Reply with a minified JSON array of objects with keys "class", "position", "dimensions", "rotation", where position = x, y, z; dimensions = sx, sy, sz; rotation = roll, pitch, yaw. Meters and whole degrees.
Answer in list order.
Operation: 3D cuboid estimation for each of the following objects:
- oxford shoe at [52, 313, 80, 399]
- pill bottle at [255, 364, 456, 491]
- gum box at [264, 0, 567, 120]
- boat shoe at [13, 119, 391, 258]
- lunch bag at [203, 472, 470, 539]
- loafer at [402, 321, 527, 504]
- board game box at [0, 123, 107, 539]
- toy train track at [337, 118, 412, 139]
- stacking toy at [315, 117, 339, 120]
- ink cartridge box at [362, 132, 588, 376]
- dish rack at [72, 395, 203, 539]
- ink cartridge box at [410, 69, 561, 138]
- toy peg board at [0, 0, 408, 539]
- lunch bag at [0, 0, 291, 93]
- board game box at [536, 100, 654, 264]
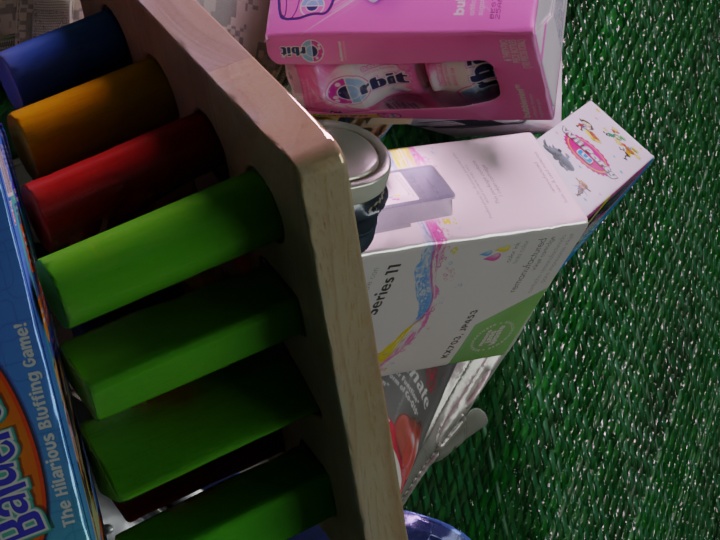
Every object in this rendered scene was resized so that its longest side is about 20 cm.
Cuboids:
[{"class":"oxford shoe","position":[-0.133,0.041,0.971],"dimensions":[0.200,0.073,0.071],"rotation":[-34,122,-64]},{"class":"pill bottle","position":[-0.006,0.050,1.239],"dimensions":[0.200,0.111,0.111],"rotation":[-64,146,-48]},{"class":"gum box","position":[0.033,-0.156,0.969],"dimensions":[0.066,0.113,0.200],"rotation":[67,28,-57]},{"class":"boat shoe","position":[-0.083,-0.022,0.995],"dimensions":[0.075,0.200,0.062],"rotation":[55,-33,43]},{"class":"lunch bag","position":[-0.055,0.176,1.008],"dimensions":[0.136,0.200,0.132],"rotation":[89,15,-61]},{"class":"loafer","position":[0.045,0.084,1.347],"dimensions":[0.070,0.070,0.200],"rotation":[30,85,-23]},{"class":"board game box","position":[-0.124,0.049,0.785],"dimensions":[0.152,0.045,0.200],"rotation":[-160,-124,-82]},{"class":"toy train track","position":[-0.012,-0.045,1.157],"dimensions":[0.200,0.115,0.033],"rotation":[132,-48,-61]},{"class":"stacking toy","position":[0.004,-0.115,1.144],"dimensions":[0.116,0.200,0.110],"rotation":[29,63,-66]},{"class":"ink cartridge box","position":[0.000,0.000,1.121],"dimensions":[0.067,0.200,0.117],"rotation":[62,-36,29]},{"class":"dish rack","position":[-0.132,0.161,0.885],"dimensions":[0.172,0.044,0.200],"rotation":[38,67,-20]},{"class":"ink cartridge box","position":[0.067,-0.168,1.457],"dimensions":[0.200,0.084,0.145],"rotation":[4,86,-68]},{"class":"toy peg board","position":[-0.081,0.005,0.823],"dimensions":[0.098,0.199,0.200],"rotation":[-24,131,-18]},{"class":"lunch bag","position":[-0.098,-0.167,0.968],"dimensions":[0.168,0.139,0.200],"rotation":[12,80,-74]},{"class":"board game box","position":[0.105,-0.021,1.477],"dimensions":[0.148,0.064,0.200],"rotation":[-52,174,27]}]
